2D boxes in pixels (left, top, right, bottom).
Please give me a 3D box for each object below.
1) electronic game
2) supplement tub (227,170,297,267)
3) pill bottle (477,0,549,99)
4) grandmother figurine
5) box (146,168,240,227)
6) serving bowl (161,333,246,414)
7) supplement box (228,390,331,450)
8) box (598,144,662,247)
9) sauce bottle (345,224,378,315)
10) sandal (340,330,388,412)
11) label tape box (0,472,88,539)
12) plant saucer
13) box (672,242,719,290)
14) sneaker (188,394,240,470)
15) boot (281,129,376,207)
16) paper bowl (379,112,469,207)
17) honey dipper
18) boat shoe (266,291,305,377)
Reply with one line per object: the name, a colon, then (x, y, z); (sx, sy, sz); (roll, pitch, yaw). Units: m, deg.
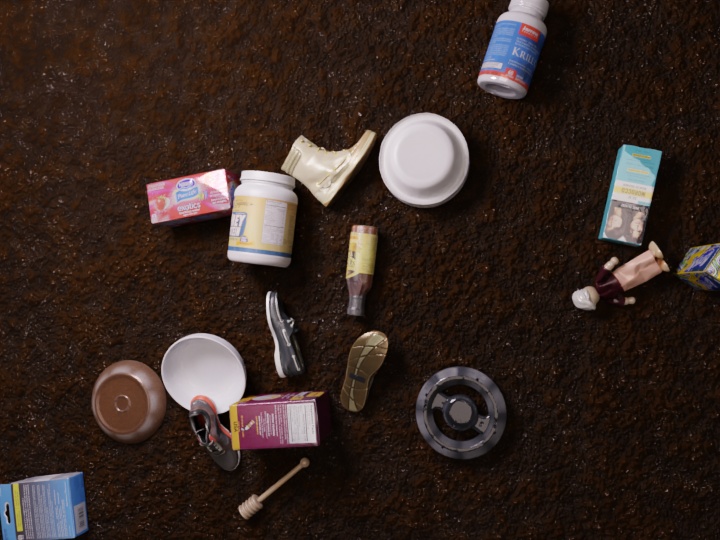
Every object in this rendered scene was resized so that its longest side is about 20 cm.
electronic game: (0.220, 0.312, 1.486); (0.198, 0.042, 0.202); (0, 88, 12)
supplement tub: (-0.218, -0.114, 1.525); (0.143, 0.145, 0.202); (6, 89, 10)
pill bottle: (0.332, -0.482, 1.450); (0.111, 0.112, 0.202); (18, 92, 10)
grandmother figurine: (0.542, 0.025, 1.425); (0.199, 0.061, 0.122); (-29, 102, 13)
box: (-0.383, -0.167, 1.579); (0.198, 0.100, 0.096); (-10, 87, 10)
serving bowl: (-0.354, 0.230, 1.567); (0.198, 0.066, 0.202); (2, 111, 6)
supplement box: (-0.176, 0.333, 1.513); (0.198, 0.131, 0.104); (-5, 87, 9)
box: (0.569, -0.157, 1.431); (0.082, 0.049, 0.202); (12, 91, 10)
sauce bottle: (0.000, 0.000, 1.522); (0.065, 0.066, 0.202); (6, 88, 10)
sandal: (0.009, 0.223, 1.526); (0.080, 0.054, 0.202); (23, 107, 16)
label tape box: (-0.773, 0.578, 1.650); (0.198, 0.066, 0.145); (-9, 87, 13)
plant saucer: (-0.568, 0.319, 1.633); (0.198, 0.037, 0.203); (0, 88, 11)
box: (0.687, -0.005, 1.328); (0.064, 0.200, 0.070); (34, 94, 9)
sneaker: (-0.344, 0.386, 1.545); (0.076, 0.082, 0.201); (-21, 107, 13)
boot: (-0.071, -0.267, 1.539); (0.155, 0.073, 0.201); (39, 101, 6)
paper bowl: (0.139, -0.243, 1.485); (0.199, 0.104, 0.203); (0, 88, 9)
honey dipper: (-0.196, 0.498, 1.561); (0.200, 0.038, 0.038); (-41, 82, 5)
boat shoe: (-0.170, 0.143, 1.550); (0.060, 0.076, 0.202); (-10, 99, 11)
